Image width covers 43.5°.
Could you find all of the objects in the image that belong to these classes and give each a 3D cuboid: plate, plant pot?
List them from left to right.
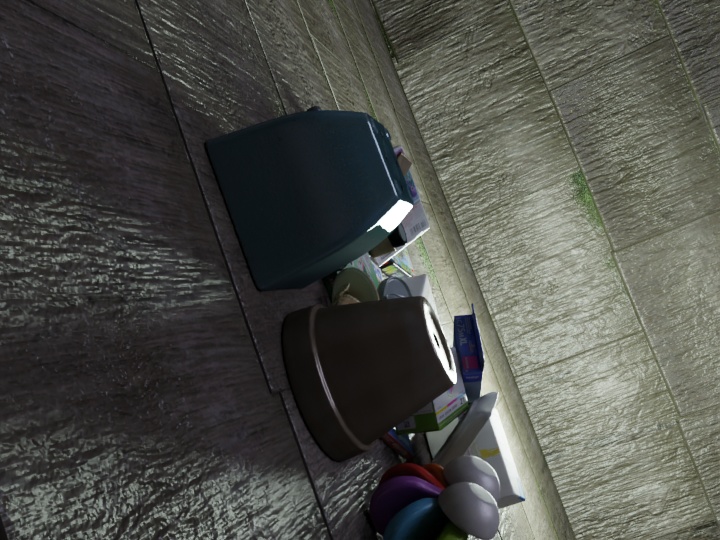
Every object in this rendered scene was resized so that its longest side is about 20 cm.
[{"bbox_3d":[-0.046,-0.102,1.157,0.196,0.198,0.198,-1,71,-76],"label":"plant pot"},{"bbox_3d":[0.021,0.117,1.140,0.200,0.172,0.202,-22,90,-79],"label":"plant pot"},{"bbox_3d":[0.149,0.283,1.441,0.032,0.201,0.200,34,9,9],"label":"plate"}]

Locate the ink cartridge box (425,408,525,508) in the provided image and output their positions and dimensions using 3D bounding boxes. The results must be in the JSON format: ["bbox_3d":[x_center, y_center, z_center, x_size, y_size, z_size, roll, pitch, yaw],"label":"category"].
[{"bbox_3d":[0.204,0.335,1.649,0.129,0.124,0.202,43,28,-63],"label":"ink cartridge box"}]

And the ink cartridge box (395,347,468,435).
[{"bbox_3d":[0.094,0.139,1.410,0.148,0.075,0.202,-15,94,-65],"label":"ink cartridge box"}]

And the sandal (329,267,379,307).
[{"bbox_3d":[-0.016,0.077,1.281,0.070,0.077,0.214,37,39,-54],"label":"sandal"}]

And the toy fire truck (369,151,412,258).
[{"bbox_3d":[0.025,-0.151,1.654,0.201,0.128,0.177,-90,155,-47],"label":"toy fire truck"}]

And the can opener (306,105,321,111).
[{"bbox_3d":[-0.042,-0.246,1.735,0.200,0.066,0.053,44,28,-52],"label":"can opener"}]

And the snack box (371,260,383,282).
[{"bbox_3d":[0.000,0.000,1.574,0.200,0.024,0.073,44,31,-62],"label":"snack box"}]

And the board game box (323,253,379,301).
[{"bbox_3d":[-0.030,-0.031,1.433,0.134,0.029,0.202,-8,76,-65],"label":"board game box"}]

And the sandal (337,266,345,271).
[{"bbox_3d":[-0.071,-0.091,1.337,0.075,0.045,0.202,-26,91,-52],"label":"sandal"}]

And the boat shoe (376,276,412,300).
[{"bbox_3d":[0.060,0.086,1.308,0.074,0.065,0.203,17,47,-18],"label":"boat shoe"}]

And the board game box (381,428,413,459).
[{"bbox_3d":[0.030,0.208,1.374,0.200,0.019,0.104,52,20,-53],"label":"board game box"}]

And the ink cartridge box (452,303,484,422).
[{"bbox_3d":[0.181,0.162,1.540,0.201,0.041,0.120,89,-3,-51],"label":"ink cartridge box"}]

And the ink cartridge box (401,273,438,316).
[{"bbox_3d":[0.099,0.125,1.600,0.146,0.083,0.202,-65,140,-72],"label":"ink cartridge box"}]

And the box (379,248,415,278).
[{"bbox_3d":[0.065,-0.038,1.888,0.200,0.034,0.111,32,38,-70],"label":"box"}]

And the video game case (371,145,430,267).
[{"bbox_3d":[0.052,-0.129,1.775,0.200,0.024,0.184,-36,111,-45],"label":"video game case"}]

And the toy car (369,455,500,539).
[{"bbox_3d":[0.083,0.319,1.165,0.149,0.176,0.200,33,15,2],"label":"toy car"}]
